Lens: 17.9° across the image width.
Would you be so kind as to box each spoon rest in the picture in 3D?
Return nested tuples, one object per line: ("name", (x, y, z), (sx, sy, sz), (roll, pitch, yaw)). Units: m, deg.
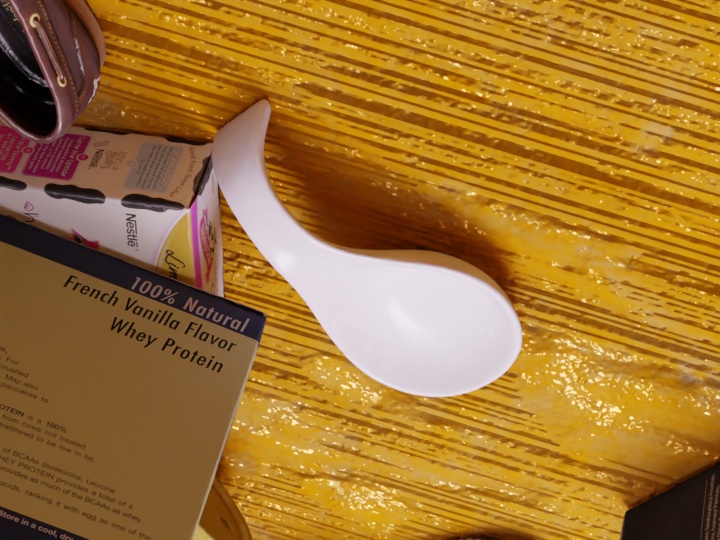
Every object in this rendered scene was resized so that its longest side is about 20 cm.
("spoon rest", (0.000, 0.000, 1.193), (0.200, 0.061, 0.099), (42, 128, -20))

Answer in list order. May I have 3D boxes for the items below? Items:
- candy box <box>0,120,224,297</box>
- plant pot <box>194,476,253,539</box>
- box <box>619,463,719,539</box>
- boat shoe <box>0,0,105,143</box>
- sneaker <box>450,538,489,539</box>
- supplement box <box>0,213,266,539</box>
("candy box", (-0.176, -0.010, 1.229), (0.199, 0.061, 0.137), (6, 131, 9))
("plant pot", (-0.146, 0.169, 1.310), (0.142, 0.200, 0.200), (-39, 115, 9))
("box", (0.259, 0.173, 1.243), (0.200, 0.107, 0.148), (-32, 117, 33))
("boat shoe", (-0.197, -0.150, 1.110), (0.070, 0.070, 0.200), (-25, 119, 32))
("sneaker", (0.020, 0.238, 1.347), (0.199, 0.130, 0.080), (-12, 127, 24))
("supplement box", (-0.177, 0.096, 1.145), (0.200, 0.200, 0.134), (21, 133, -4))
